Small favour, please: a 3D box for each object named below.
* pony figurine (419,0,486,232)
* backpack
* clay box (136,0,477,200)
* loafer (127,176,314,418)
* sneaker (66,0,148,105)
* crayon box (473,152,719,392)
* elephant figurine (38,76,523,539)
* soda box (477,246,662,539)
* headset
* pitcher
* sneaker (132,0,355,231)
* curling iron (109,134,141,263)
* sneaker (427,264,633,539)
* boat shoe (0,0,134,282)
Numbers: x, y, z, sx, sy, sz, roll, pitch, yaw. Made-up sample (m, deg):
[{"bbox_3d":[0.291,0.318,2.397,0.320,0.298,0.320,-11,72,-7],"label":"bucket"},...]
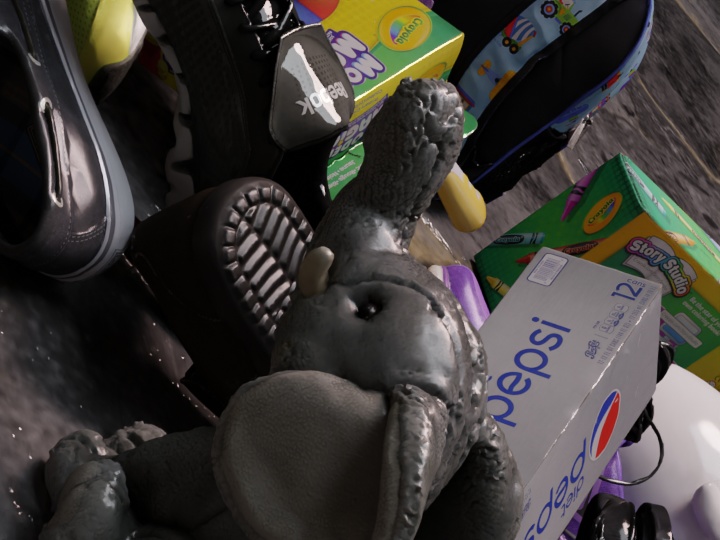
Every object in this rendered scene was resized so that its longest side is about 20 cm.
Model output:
[{"bbox_3d":[-0.001,-0.132,1.169,0.200,0.166,0.193,53,20,-55],"label":"pony figurine"},{"bbox_3d":[0.095,-0.160,1.318,0.183,0.200,0.134,59,20,15],"label":"backpack"},{"bbox_3d":[-0.042,-0.118,1.004,0.200,0.048,0.115,37,46,18],"label":"clay box"},{"bbox_3d":[-0.034,0.040,0.871,0.073,0.071,0.200,-52,133,-36],"label":"loafer"},{"bbox_3d":[-0.161,-0.154,0.935,0.090,0.078,0.200,13,39,-48],"label":"sneaker"},{"bbox_3d":[0.181,0.026,1.329,0.200,0.119,0.058,39,25,-37],"label":"crayon box"},{"bbox_3d":[-0.007,0.062,0.726,0.155,0.200,0.142,48,20,-17],"label":"elephant figurine"},{"bbox_3d":[0.062,0.079,0.899,0.200,0.063,0.068,-50,149,-40],"label":"soda box"},{"bbox_3d":[0.095,0.112,0.956,0.123,0.094,0.200,26,38,16],"label":"headset"},{"bbox_3d":[0.187,0.151,1.102,0.200,0.121,0.172,62,-14,7],"label":"pitcher"},{"bbox_3d":[-0.042,-0.088,0.845,0.066,0.090,0.200,-33,129,-40],"label":"sneaker"},{"bbox_3d":[-0.070,0.010,0.925,0.200,0.026,0.050,47,24,-19],"label":"curling iron"},{"bbox_3d":[0.092,0.082,1.068,0.200,0.083,0.081,61,-5,8],"label":"sneaker"},{"bbox_3d":[-0.157,-0.086,0.836,0.066,0.070,0.200,8,57,-65],"label":"boat shoe"}]
